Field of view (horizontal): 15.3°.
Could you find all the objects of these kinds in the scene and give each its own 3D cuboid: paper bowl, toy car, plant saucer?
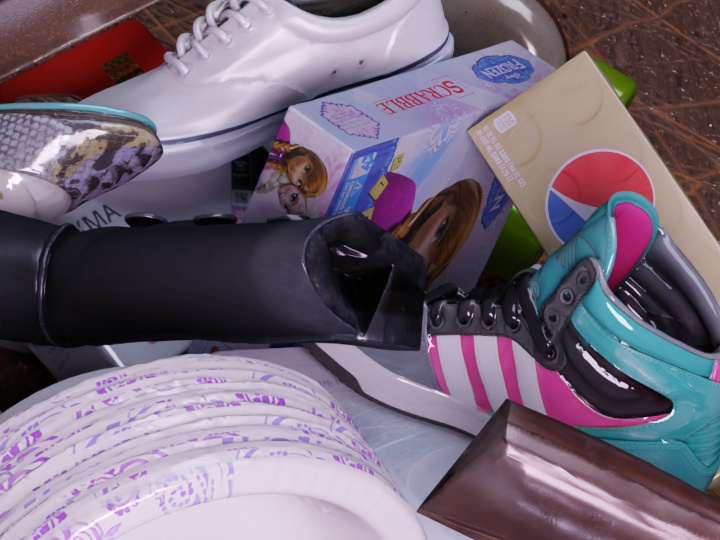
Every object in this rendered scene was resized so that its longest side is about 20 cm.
[{"bbox_3d":[-0.081,0.115,0.974,0.200,0.201,0.104,4,33,-34],"label":"paper bowl"},{"bbox_3d":[0.070,-0.101,1.570,0.164,0.158,0.200,32,15,7],"label":"toy car"},{"bbox_3d":[-0.178,-0.116,1.345,0.037,0.200,0.200,63,29,-7],"label":"plant saucer"}]

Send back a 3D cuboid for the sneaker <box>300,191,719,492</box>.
[{"bbox_3d":[0.069,0.014,1.100,0.199,0.121,0.084,28,27,9],"label":"sneaker"}]

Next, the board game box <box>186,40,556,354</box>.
[{"bbox_3d":[0.000,0.000,1.254,0.041,0.201,0.199,35,29,21],"label":"board game box"}]

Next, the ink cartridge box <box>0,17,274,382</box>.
[{"bbox_3d":[-0.106,-0.040,1.272,0.174,0.044,0.200,47,45,9],"label":"ink cartridge box"}]

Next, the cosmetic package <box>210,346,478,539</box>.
[{"bbox_3d":[0.044,0.134,1.134,0.199,0.123,0.200,-2,38,-41],"label":"cosmetic package"}]

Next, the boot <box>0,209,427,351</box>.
[{"bbox_3d":[-0.095,0.004,1.065,0.199,0.066,0.165,4,2,33],"label":"boot"}]

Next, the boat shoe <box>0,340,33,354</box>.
[{"bbox_3d":[-0.092,0.008,1.315,0.199,0.064,0.071,3,34,-36],"label":"boat shoe"}]

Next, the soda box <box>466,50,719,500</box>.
[{"bbox_3d":[0.131,0.005,1.195,0.200,0.068,0.064,58,5,22],"label":"soda box"}]

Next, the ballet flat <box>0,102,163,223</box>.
[{"bbox_3d":[-0.188,-0.038,1.179,0.199,0.072,0.072,4,27,4],"label":"ballet flat"}]

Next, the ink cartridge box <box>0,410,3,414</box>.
[{"bbox_3d":[-0.233,0.088,1.042,0.165,0.075,0.200,36,28,20],"label":"ink cartridge box"}]

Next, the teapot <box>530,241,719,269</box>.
[{"bbox_3d":[0.162,0.089,1.289,0.145,0.198,0.200,-16,7,0],"label":"teapot"}]

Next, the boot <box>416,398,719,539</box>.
[{"bbox_3d":[0.115,0.114,1.007,0.199,0.187,0.064,17,66,-1],"label":"boot"}]

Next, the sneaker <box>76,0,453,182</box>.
[{"bbox_3d":[-0.054,-0.100,1.249,0.199,0.071,0.073,-20,31,-16],"label":"sneaker"}]
